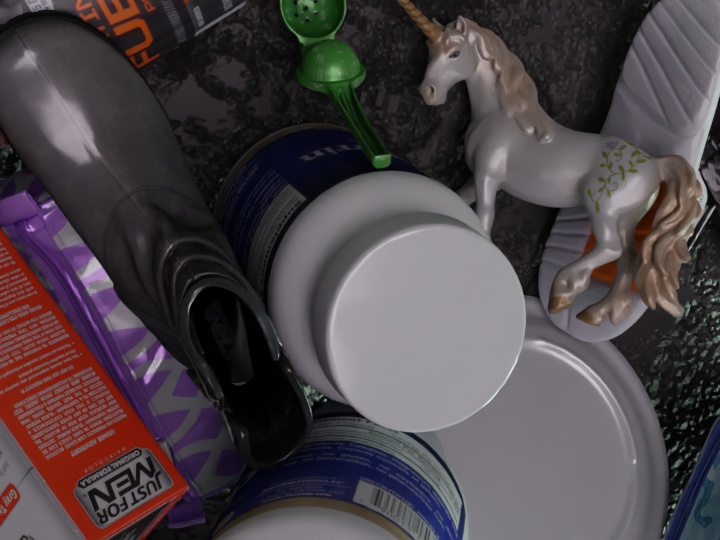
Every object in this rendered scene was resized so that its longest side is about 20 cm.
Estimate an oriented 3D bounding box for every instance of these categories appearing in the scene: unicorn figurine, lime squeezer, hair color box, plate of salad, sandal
[{"bbox_3d":[0.092,-0.054,0.789,0.198,0.074,0.139,18,94,4],"label":"unicorn figurine"},{"bbox_3d":[-0.013,-0.125,0.732,0.037,0.071,0.202,1,63,-29],"label":"lime squeezer"},{"bbox_3d":[-0.172,0.051,0.634,0.061,0.102,0.201,-26,74,-46],"label":"hair color box"},{"bbox_3d":[0.088,0.113,0.836,0.198,0.048,0.203,6,73,-20],"label":"plate of salad"},{"bbox_3d":[0.171,-0.053,0.822,0.059,0.079,0.209,3,114,-46],"label":"sandal"}]

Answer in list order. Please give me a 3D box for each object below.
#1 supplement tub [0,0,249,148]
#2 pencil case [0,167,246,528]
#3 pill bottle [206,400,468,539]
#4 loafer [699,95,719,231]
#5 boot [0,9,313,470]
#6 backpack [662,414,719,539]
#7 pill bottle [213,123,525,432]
[{"bbox_3d":[-0.148,-0.129,0.680,0.199,0.107,0.108,-33,113,-6],"label":"supplement tub"},{"bbox_3d":[-0.124,0.035,0.746,0.083,0.086,0.201,-18,111,21],"label":"pencil case"},{"bbox_3d":[-0.009,0.133,0.678,0.118,0.200,0.121,2,103,7],"label":"pill bottle"},{"bbox_3d":[0.246,-0.035,0.861,0.072,0.063,0.201,-35,113,-6],"label":"loafer"},{"bbox_3d":[-0.084,-0.016,0.624,0.070,0.132,0.201,-37,122,-5],"label":"boot"},{"bbox_3d":[0.261,0.159,0.848,0.199,0.146,0.185,9,105,-64],"label":"backpack"},{"bbox_3d":[0.000,0.000,0.714,0.114,0.200,0.117,-5,107,-17],"label":"pill bottle"}]
